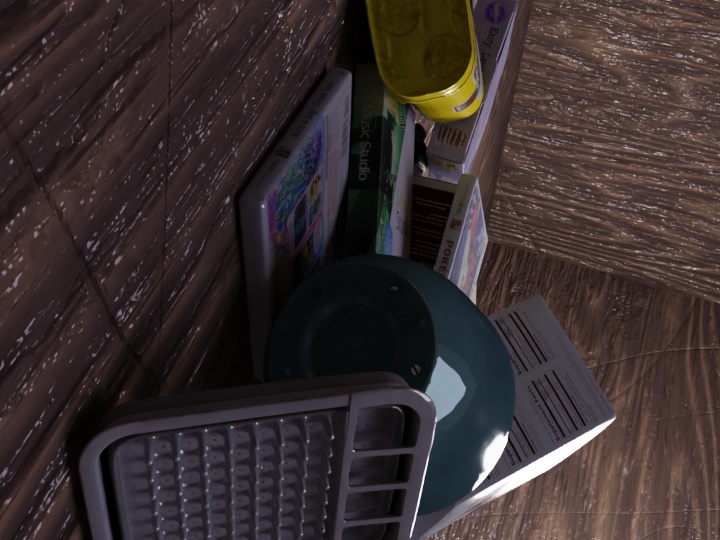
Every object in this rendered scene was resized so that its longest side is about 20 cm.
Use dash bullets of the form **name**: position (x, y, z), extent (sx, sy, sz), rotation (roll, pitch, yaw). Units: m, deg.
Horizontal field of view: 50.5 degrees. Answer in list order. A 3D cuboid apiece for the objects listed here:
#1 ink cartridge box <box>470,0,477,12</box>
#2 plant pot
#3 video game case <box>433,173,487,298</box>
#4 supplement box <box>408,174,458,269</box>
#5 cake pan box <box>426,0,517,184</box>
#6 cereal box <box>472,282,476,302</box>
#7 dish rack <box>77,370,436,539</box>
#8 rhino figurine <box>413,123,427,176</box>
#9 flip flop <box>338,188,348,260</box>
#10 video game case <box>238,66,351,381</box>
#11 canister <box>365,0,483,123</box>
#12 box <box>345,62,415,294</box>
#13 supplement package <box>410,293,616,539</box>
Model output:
- **ink cartridge box**: position (0.100, -0.337, 0.862), extent (0.117, 0.066, 0.203), rotation (-61, 162, -51)
- **plant pot**: position (0.014, 0.081, 0.593), extent (0.161, 0.197, 0.204), rotation (49, 56, -64)
- **video game case**: position (0.108, 0.015, 0.861), extent (0.200, 0.023, 0.186), rotation (53, 53, -69)
- **supplement box**: position (0.069, 0.007, 0.872), extent (0.109, 0.060, 0.204), rotation (39, 65, -73)
- **cake pan box**: position (0.133, -0.205, 0.917), extent (0.184, 0.051, 0.204), rotation (32, 77, -84)
- **cereal box**: position (0.103, 0.038, 1.090), extent (0.200, 0.039, 0.147), rotation (-150, -123, -67)
- **dish rack**: position (-0.060, 0.127, 0.461), extent (0.044, 0.196, 0.174), rotation (-113, -157, -49)
- **rhino figurine**: position (0.035, -0.071, 0.910), extent (0.087, 0.059, 0.204), rotation (12, 95, -80)
- **flip flop**: position (0.000, 0.000, 0.835), extent (0.081, 0.056, 0.204), rotation (-45, 148, -67)
- **video game case**: position (-0.050, -0.036, 0.642), extent (0.202, 0.023, 0.184), rotation (94, 16, -45)
- **canister**: position (0.068, -0.225, 0.726), extent (0.200, 0.085, 0.152), rotation (-14, 95, -77)
- **box**: position (0.023, -0.084, 0.764), extent (0.144, 0.036, 0.205), rotation (25, 65, -73)
- **supplement package**: position (0.114, 0.161, 0.794), extent (0.197, 0.149, 0.192), rotation (-21, 156, -22)
